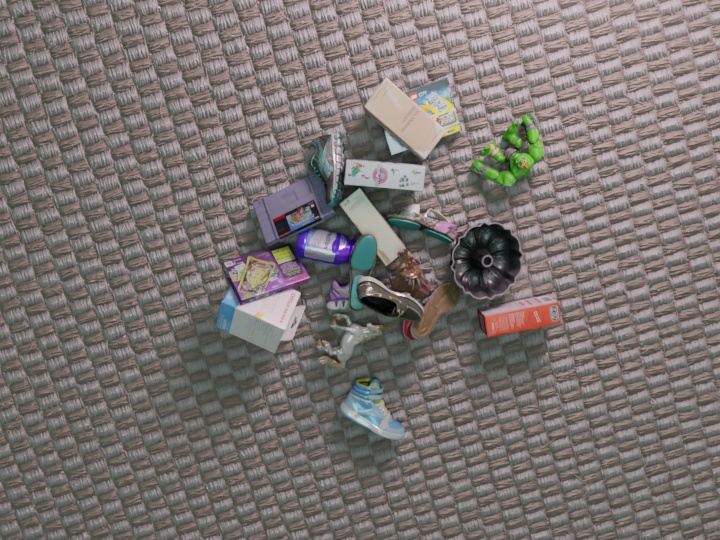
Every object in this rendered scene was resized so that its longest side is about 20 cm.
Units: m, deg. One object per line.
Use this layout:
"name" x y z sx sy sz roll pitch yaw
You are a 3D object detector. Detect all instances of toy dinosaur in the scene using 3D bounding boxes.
"toy dinosaur" 0.139 0.033 1.567 0.198 0.134 0.088 30 60 -38

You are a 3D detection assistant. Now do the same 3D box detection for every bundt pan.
"bundt pan" 0.322 -0.030 1.606 0.197 0.076 0.207 -2 100 -9

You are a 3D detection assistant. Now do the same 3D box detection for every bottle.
"bottle" -0.069 -0.059 1.605 0.195 0.066 0.085 12 55 -2

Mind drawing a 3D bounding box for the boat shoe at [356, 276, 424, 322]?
"boat shoe" 0.074 0.086 1.515 0.199 0.061 0.072 28 133 -23

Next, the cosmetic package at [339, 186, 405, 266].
"cosmetic package" 0.032 -0.117 1.587 0.071 0.105 0.201 -36 96 7

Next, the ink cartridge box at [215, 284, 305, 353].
"ink cartridge box" -0.254 0.108 1.582 0.197 0.130 0.126 26 139 -4

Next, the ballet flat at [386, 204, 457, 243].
"ballet flat" 0.165 -0.132 1.609 0.196 0.069 0.073 17 77 -9

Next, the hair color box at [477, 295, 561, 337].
"hair color box" 0.420 0.121 1.626 0.195 0.102 0.063 -12 98 2

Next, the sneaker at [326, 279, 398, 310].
"sneaker" 0.004 0.055 1.628 0.195 0.080 0.091 -4 91 1

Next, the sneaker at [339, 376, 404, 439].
"sneaker" 0.053 0.371 1.672 0.197 0.080 0.133 26 99 -5

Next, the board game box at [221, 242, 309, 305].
"board game box" -0.241 0.006 1.562 0.197 0.033 0.121 -18 60 -31

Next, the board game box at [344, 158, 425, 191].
"board game box" 0.059 -0.244 1.545 0.195 0.148 0.066 5 101 -1

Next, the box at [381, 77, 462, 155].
"box" 0.150 -0.396 1.577 0.196 0.038 0.139 -18 98 2

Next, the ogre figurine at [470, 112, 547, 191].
"ogre figurine" 0.393 -0.297 1.570 0.199 0.098 0.120 -39 79 -10

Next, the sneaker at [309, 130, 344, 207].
"sneaker" -0.088 -0.258 1.568 0.089 0.078 0.205 -3 72 11

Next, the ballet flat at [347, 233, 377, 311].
"ballet flat" 0.000 0.000 1.553 0.066 0.075 0.205 7 103 -5

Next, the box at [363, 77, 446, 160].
"box" 0.109 -0.374 1.521 0.199 0.078 0.096 38 96 -5

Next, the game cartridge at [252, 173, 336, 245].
"game cartridge" -0.173 -0.159 1.586 0.197 0.038 0.132 -25 65 3

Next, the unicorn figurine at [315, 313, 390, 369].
"unicorn figurine" -0.030 0.181 1.653 0.136 0.074 0.202 29 112 -14

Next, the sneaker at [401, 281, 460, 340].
"sneaker" 0.184 0.110 1.648 0.071 0.112 0.200 47 66 -5
